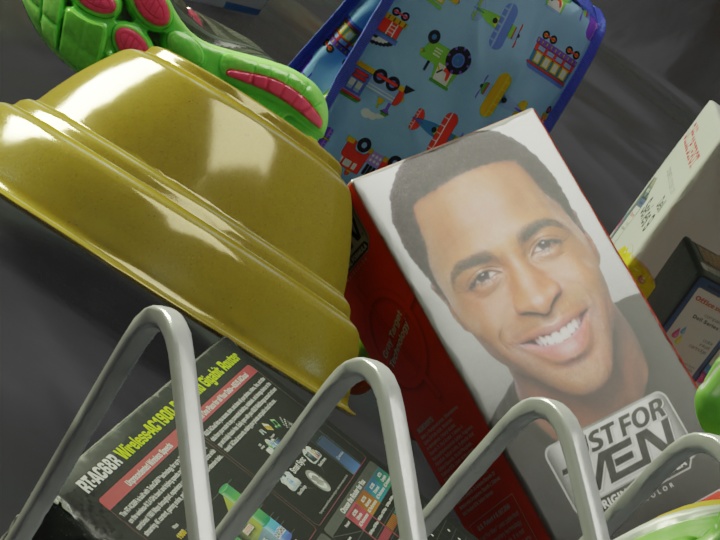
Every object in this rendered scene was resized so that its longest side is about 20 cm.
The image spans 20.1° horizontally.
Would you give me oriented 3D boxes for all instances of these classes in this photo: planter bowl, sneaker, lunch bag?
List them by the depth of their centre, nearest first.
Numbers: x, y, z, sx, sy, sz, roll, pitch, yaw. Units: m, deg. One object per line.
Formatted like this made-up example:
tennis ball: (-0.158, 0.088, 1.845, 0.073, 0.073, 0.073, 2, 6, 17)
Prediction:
planter bowl: (-0.065, -0.030, 0.800, 0.200, 0.084, 0.200, 33, -2, 2)
sneaker: (-0.112, -0.121, 1.149, 0.200, 0.077, 0.084, 36, -4, -17)
lunch bag: (0.055, -0.127, 1.273, 0.150, 0.200, 0.094, 30, 16, -28)

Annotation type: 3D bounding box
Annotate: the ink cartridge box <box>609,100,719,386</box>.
ink cartridge box: (0.160, 0.021, 1.060, 0.087, 0.200, 0.145, 36, 14, -2)

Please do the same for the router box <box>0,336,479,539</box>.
router box: (-0.025, 0.107, 0.616, 0.150, 0.062, 0.200, 39, 14, 2)

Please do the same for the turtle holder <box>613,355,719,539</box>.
turtle holder: (0.119, 0.131, 0.679, 0.187, 0.140, 0.132, 64, 11, -7)

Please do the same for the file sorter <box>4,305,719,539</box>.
file sorter: (0.026, 0.106, 0.446, 0.199, 0.125, 0.139, 14, 44, -26)

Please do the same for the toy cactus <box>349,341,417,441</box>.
toy cactus: (0.000, 0.000, 0.993, 0.164, 0.103, 0.200, 28, 22, 2)

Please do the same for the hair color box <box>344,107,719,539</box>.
hair color box: (0.072, 0.044, 0.843, 0.101, 0.061, 0.201, -23, 76, -29)

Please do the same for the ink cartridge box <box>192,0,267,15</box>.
ink cartridge box: (-0.134, -0.312, 1.516, 0.200, 0.145, 0.147, 40, 14, 13)
